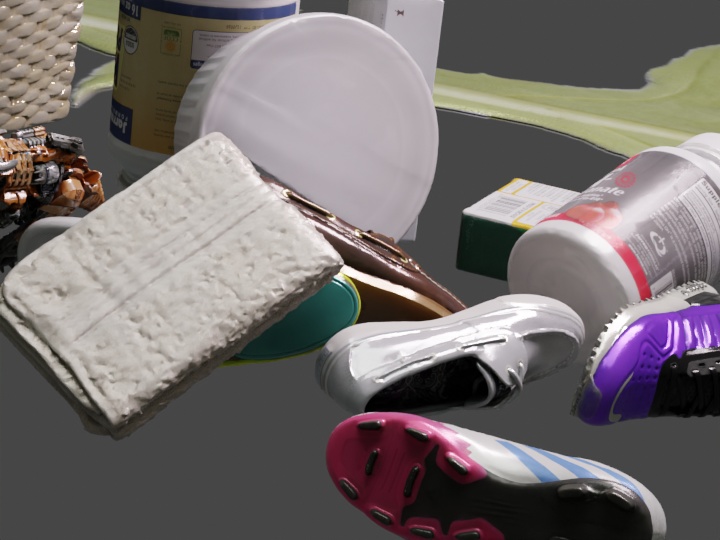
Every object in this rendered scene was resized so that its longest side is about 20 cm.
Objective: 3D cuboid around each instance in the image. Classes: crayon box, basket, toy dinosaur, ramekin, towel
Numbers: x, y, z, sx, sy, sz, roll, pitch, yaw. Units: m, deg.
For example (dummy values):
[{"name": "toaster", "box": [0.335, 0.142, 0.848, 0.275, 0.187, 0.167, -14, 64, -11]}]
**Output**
[{"name": "crayon box", "box": [0.190, -0.016, 1.897, 0.200, 0.052, 0.126, 13, 19, 21]}, {"name": "basket", "box": [-0.353, -0.222, 2.090, 0.161, 0.199, 0.200, 21, 21, 26]}, {"name": "toy dinosaur", "box": [-0.235, -0.051, 1.680, 0.200, 0.136, 0.102, 35, 31, -49]}, {"name": "ramekin", "box": [-0.050, -0.095, 1.831, 0.202, 0.203, 0.094, -2, 8, -27]}, {"name": "towel", "box": [-0.123, 0.009, 1.519, 0.200, 0.035, 0.133, -36, 69, -22]}]

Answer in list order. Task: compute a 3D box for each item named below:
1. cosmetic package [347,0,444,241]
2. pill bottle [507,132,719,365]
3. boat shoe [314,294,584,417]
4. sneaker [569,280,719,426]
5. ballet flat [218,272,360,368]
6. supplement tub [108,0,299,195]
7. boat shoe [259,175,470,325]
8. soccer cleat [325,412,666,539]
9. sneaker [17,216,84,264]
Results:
[{"name": "cosmetic package", "box": [0.019, -0.141, 1.972, 0.052, 0.200, 0.151, 3, 19, -10]}, {"name": "pill bottle", "box": [0.206, -0.022, 1.743, 0.111, 0.111, 0.200, 21, 39, 36]}, {"name": "boat shoe", "box": [0.070, 0.063, 1.583, 0.200, 0.072, 0.069, -1, 34, -33]}, {"name": "sneaker", "box": [0.224, 0.067, 1.629, 0.099, 0.070, 0.200, 33, 33, 24]}, {"name": "ballet flat", "box": [-0.102, 0.034, 1.568, 0.200, 0.067, 0.067, -14, 7, -13]}, {"name": "supplement tub", "box": [-0.126, -0.147, 1.929, 0.144, 0.200, 0.144, 6, 17, -2]}, {"name": "boat shoe", "box": [0.000, 0.000, 1.624, 0.200, 0.070, 0.070, 29, 49, -25]}, {"name": "soccer cleat", "box": [0.079, 0.130, 1.394, 0.200, 0.070, 0.086, 15, 3, 16]}, {"name": "sneaker", "box": [-0.132, 0.006, 1.684, 0.200, 0.073, 0.112, 17, 15, 4]}]
